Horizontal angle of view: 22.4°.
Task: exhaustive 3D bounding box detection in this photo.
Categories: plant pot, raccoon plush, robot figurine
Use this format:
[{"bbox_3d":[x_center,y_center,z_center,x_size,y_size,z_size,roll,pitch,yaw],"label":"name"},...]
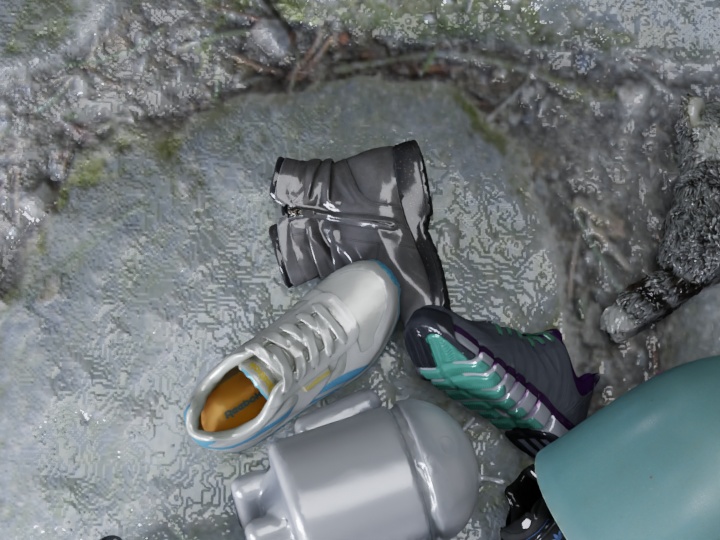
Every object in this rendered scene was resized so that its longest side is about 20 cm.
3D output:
[{"bbox_3d":[0.251,0.157,1.300,0.161,0.200,0.201,-42,82,15],"label":"plant pot"},{"bbox_3d":[0.251,-0.052,1.459,0.199,0.097,0.134,-30,73,-9],"label":"raccoon plush"},{"bbox_3d":[0.005,0.166,1.380,0.199,0.113,0.170,-17,56,-6],"label":"robot figurine"}]

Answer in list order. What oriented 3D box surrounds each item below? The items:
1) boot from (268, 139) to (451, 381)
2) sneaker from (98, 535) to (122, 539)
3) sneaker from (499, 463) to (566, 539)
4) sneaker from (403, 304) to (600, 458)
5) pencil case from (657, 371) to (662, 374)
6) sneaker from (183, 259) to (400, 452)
[{"bbox_3d":[0.000,0.000,1.450,0.131,0.070,0.201,-11,77,4],"label":"boot"},{"bbox_3d":[-0.128,0.252,1.372,0.202,0.146,0.077,-4,118,-40],"label":"sneaker"},{"bbox_3d":[0.155,0.226,1.338,0.111,0.077,0.200,30,34,-27],"label":"sneaker"},{"bbox_3d":[0.110,0.066,1.401,0.200,0.074,0.088,42,60,-36],"label":"sneaker"},{"bbox_3d":[0.342,0.078,1.434,0.199,0.085,0.093,-27,92,-9],"label":"pencil case"},{"bbox_3d":[-0.050,0.069,1.392,0.200,0.081,0.077,-43,79,6],"label":"sneaker"}]
